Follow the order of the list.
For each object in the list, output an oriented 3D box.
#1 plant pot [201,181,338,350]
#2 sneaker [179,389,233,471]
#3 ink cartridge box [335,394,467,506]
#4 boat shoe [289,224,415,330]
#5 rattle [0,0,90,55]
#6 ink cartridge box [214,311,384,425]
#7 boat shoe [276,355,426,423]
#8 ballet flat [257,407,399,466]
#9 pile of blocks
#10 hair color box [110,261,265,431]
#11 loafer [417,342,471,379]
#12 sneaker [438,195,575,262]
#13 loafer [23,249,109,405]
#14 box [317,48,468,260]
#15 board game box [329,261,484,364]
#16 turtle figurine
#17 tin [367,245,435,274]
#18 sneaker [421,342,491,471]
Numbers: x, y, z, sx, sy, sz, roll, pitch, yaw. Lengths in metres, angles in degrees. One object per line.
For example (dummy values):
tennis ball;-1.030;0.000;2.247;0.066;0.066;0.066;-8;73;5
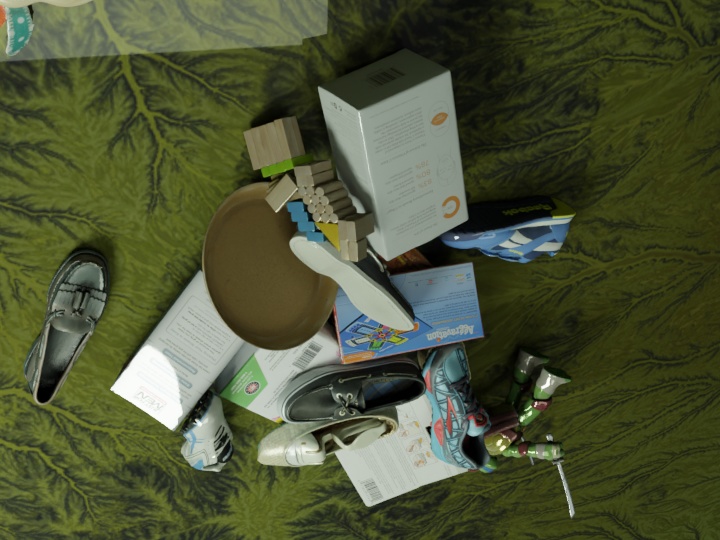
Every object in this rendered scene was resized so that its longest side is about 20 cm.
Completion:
plant pot;-0.109;-0.004;1.035;0.199;0.027;0.202;7;80;-42
sneaker;-0.196;0.215;1.136;0.072;0.072;0.200;29;152;3
ink cartridge box;0.054;0.259;1.307;0.175;0.045;0.201;-21;127;6
boat shoe;0.000;0.000;1.067;0.200;0.074;0.061;39;59;-19
rattle;-0.290;-0.267;0.791;0.200;0.143;0.130;-44;145;3
ink cartridge box;-0.078;0.131;1.163;0.199;0.084;0.145;32;106;-34
boat shoe;-0.009;0.158;1.114;0.198;0.057;0.069;-14;115;-17
ballet flat;-0.042;0.220;1.144;0.198;0.062;0.068;-22;125;-7
pile of blocks;-0.055;-0.092;1.002;0.082;0.201;0.062;-39;173;33
hair color box;-0.214;0.092;1.083;0.099;0.061;0.200;36;104;-13
loafer;0.131;0.165;1.278;0.075;0.068;0.201;-19;128;-12
sneaker;0.196;-0.045;1.165;0.198;0.074;0.083;-6;126;-17
loafer;-0.348;0.073;1.033;0.071;0.063;0.201;16;115;-29
box;0.042;-0.135;1.015;0.124;0.097;0.201;-26;128;-19
board game box;0.063;0.054;1.131;0.198;0.019;0.104;-9;89;-17
turtle figurine;0.267;0.233;1.330;0.198;0.144;0.195;23;103;4
tin;0.038;0.011;1.161;0.112;0.042;0.200;-44;127;5
sneaker;0.146;0.188;1.198;0.079;0.095;0.202;-27;119;-32
